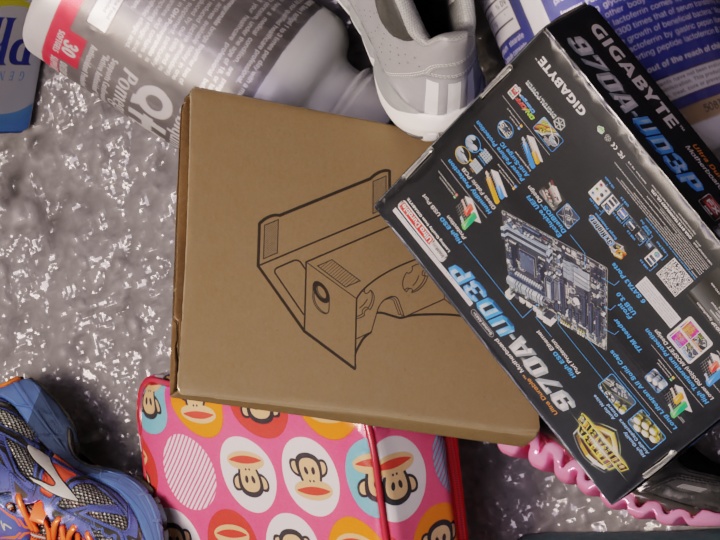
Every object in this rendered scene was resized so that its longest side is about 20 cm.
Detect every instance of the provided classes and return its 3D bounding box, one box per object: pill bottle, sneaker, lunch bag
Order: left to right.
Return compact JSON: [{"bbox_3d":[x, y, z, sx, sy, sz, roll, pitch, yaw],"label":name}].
[{"bbox_3d":[-0.176,0.139,1.507,0.200,0.078,0.076,37,134,40],"label":"sneaker"},{"bbox_3d":[-0.076,-0.116,1.461,0.199,0.111,0.111,33,107,4],"label":"pill bottle"},{"bbox_3d":[-0.032,0.135,1.454,0.199,0.082,0.177,0,102,44],"label":"lunch bag"},{"bbox_3d":[0.018,-0.175,1.397,0.075,0.116,0.201,-21,60,-14],"label":"sneaker"},{"bbox_3d":[0.123,-0.140,1.374,0.115,0.116,0.201,-25,84,24],"label":"pill bottle"},{"bbox_3d":[0.128,0.069,1.416,0.199,0.079,0.096,26,93,20],"label":"sneaker"}]

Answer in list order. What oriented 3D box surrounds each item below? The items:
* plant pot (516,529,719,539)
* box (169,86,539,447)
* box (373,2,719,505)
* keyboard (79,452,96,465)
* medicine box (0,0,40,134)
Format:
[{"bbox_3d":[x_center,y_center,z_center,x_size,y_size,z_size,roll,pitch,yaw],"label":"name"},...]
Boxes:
[{"bbox_3d":[0.139,0.244,1.348,0.195,0.200,0.197,-4,93,25],"label":"plant pot"},{"bbox_3d":[0.000,0.000,1.374,0.021,0.199,0.165,141,134,-59],"label":"box"},{"bbox_3d":[0.118,-0.006,1.311,0.200,0.046,0.159,51,133,8],"label":"box"},{"bbox_3d":[-0.158,0.180,1.569,0.200,0.040,0.104,36,107,19],"label":"keyboard"},{"bbox_3d":[-0.259,-0.183,1.510,0.102,0.182,0.201,13,99,24],"label":"medicine box"}]
